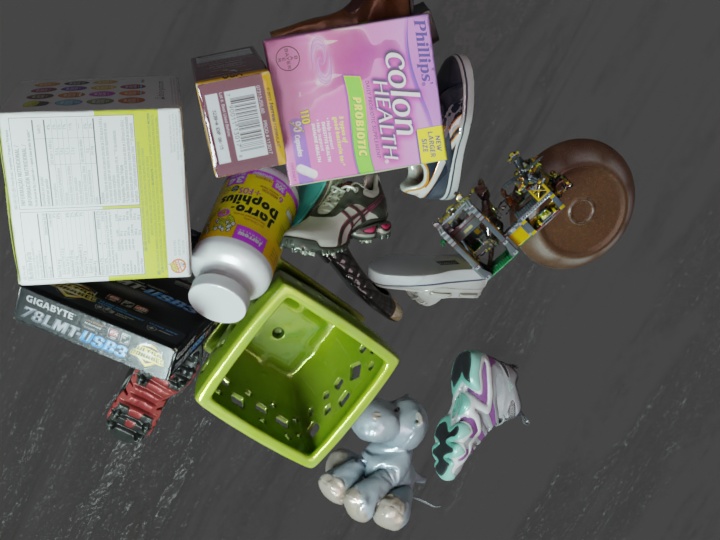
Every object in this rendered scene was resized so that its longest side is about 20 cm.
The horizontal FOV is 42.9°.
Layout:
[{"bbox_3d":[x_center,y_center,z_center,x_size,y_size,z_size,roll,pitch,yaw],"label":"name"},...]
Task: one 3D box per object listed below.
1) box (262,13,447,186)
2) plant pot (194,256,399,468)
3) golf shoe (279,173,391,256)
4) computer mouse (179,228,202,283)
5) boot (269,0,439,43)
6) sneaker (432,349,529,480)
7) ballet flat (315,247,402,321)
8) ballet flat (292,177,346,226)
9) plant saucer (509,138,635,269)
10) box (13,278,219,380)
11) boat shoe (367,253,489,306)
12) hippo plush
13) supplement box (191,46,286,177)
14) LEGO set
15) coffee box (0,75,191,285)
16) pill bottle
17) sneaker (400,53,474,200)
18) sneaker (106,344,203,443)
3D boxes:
[{"bbox_3d":[-0.007,-0.211,1.128,0.199,0.097,0.177,-10,106,-3],"label":"box"},{"bbox_3d":[-0.096,0.109,1.243,0.200,0.182,0.199,35,100,-23],"label":"plant pot"},{"bbox_3d":[-0.036,-0.070,1.184,0.200,0.077,0.089,-22,115,-53],"label":"golf shoe"},{"bbox_3d":[-0.247,0.039,1.255,0.109,0.044,0.201,10,107,-18],"label":"computer mouse"},{"bbox_3d":[-0.021,-0.337,1.170,0.199,0.069,0.189,-22,121,4],"label":"boot"},{"bbox_3d":[0.196,0.231,1.399,0.139,0.078,0.201,17,89,-24],"label":"sneaker"},{"bbox_3d":[0.000,0.000,1.288,0.057,0.066,0.200,-45,115,-5],"label":"ballet flat"},{"bbox_3d":[-0.031,-0.135,1.231,0.062,0.067,0.201,18,106,-31],"label":"ballet flat"},{"bbox_3d":[0.318,-0.091,1.344,0.199,0.037,0.201,-4,111,-11],"label":"plant saucer"},{"bbox_3d":[-0.287,0.046,1.133,0.199,0.199,0.050,21,109,4],"label":"box"},{"bbox_3d":[0.096,0.016,1.304,0.199,0.072,0.066,-5,118,-34],"label":"boat shoe"},{"bbox_3d":[0.048,0.273,1.350,0.199,0.159,0.161,12,108,-16],"label":"hippo plush"},{"bbox_3d":[-0.150,-0.196,1.104,0.085,0.200,0.111,-12,113,-8],"label":"supplement box"},{"bbox_3d":[0.174,-0.094,1.245,0.200,0.154,0.116,-40,114,20],"label":"LEGO set"},{"bbox_3d":[-0.309,-0.114,1.098,0.197,0.200,0.201,-4,112,-11],"label":"coffee box"},{"bbox_3d":[-0.150,-0.034,1.158,0.104,0.201,0.105,9,140,8],"label":"pill bottle"},{"bbox_3d":[0.099,-0.190,1.232,0.079,0.078,0.201,-1,112,-19],"label":"sneaker"},{"bbox_3d":[-0.276,0.143,1.252,0.071,0.098,0.201,32,116,-15],"label":"sneaker"}]
